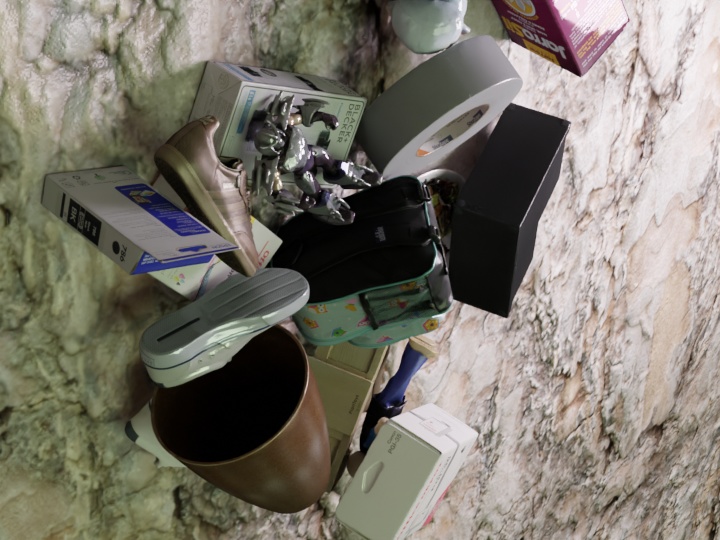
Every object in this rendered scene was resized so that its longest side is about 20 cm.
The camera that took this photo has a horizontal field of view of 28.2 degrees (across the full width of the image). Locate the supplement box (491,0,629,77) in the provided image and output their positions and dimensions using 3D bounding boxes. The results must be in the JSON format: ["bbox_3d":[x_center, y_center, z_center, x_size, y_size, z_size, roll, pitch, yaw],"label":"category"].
[{"bbox_3d":[0.228,-0.350,1.742,0.103,0.131,0.200,-49,142,-8],"label":"supplement box"}]

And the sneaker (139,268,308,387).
[{"bbox_3d":[-0.147,0.061,1.554,0.200,0.073,0.071,-23,144,-20],"label":"sneaker"}]

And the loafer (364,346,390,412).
[{"bbox_3d":[-0.009,0.119,1.862,0.067,0.076,0.200,-34,138,-37],"label":"loafer"}]

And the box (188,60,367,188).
[{"bbox_3d":[-0.093,-0.158,1.576,0.200,0.060,0.117,2,115,-49],"label":"box"}]

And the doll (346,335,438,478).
[{"bbox_3d":[0.034,0.177,1.821,0.200,0.048,0.136,-63,-174,9],"label":"doll"}]

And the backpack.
[{"bbox_3d":[0.000,0.000,1.678,0.200,0.176,0.153,-13,139,2],"label":"backpack"}]

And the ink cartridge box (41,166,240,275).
[{"bbox_3d":[-0.217,-0.043,1.403,0.099,0.200,0.039,-10,123,-43],"label":"ink cartridge box"}]

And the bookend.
[{"bbox_3d":[0.197,-0.080,1.915,0.199,0.092,0.200,89,25,-54],"label":"bookend"}]

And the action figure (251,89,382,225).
[{"bbox_3d":[-0.056,-0.114,1.537,0.200,0.069,0.130,33,78,-59],"label":"action figure"}]

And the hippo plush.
[{"bbox_3d":[0.073,-0.336,1.602,0.200,0.159,0.161,-78,-167,-52],"label":"hippo plush"}]

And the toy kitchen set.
[{"bbox_3d":[-0.069,0.148,1.817,0.180,0.163,0.200,6,105,-85],"label":"toy kitchen set"}]

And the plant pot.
[{"bbox_3d":[-0.110,0.188,1.628,0.187,0.187,0.200,-46,139,-14],"label":"plant pot"}]

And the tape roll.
[{"bbox_3d":[0.090,-0.189,1.674,0.200,0.066,0.200,-33,171,-6],"label":"tape roll"}]

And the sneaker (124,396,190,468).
[{"bbox_3d":[-0.216,0.206,1.711,0.071,0.073,0.200,-29,143,6],"label":"sneaker"}]

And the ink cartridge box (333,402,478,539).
[{"bbox_3d":[0.060,0.255,1.791,0.147,0.083,0.200,-61,165,9],"label":"ink cartridge box"}]

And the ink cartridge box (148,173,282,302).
[{"bbox_3d":[-0.167,-0.023,1.585,0.117,0.067,0.200,-55,143,-2],"label":"ink cartridge box"}]

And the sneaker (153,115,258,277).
[{"bbox_3d":[-0.137,-0.073,1.472,0.076,0.070,0.200,-46,141,-16],"label":"sneaker"}]

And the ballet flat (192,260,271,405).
[{"bbox_3d":[-0.157,0.068,1.690,0.200,0.057,0.066,-58,137,-9],"label":"ballet flat"}]

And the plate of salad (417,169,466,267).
[{"bbox_3d":[0.084,-0.037,1.877,0.200,0.048,0.200,-28,134,-32],"label":"plate of salad"}]
